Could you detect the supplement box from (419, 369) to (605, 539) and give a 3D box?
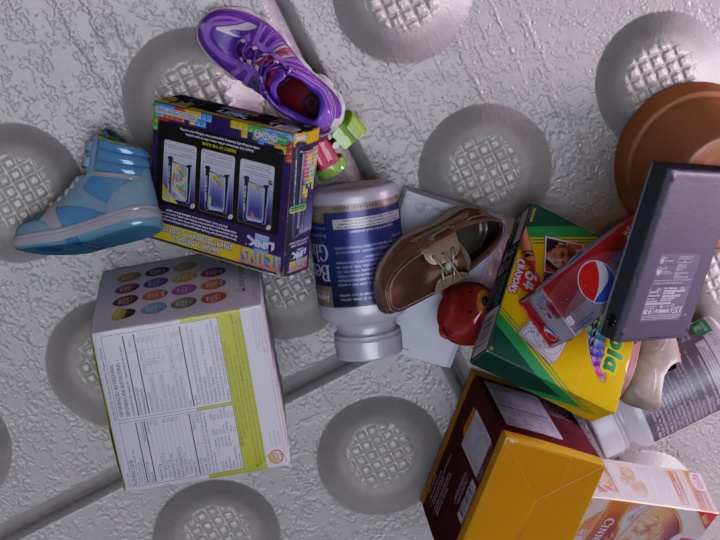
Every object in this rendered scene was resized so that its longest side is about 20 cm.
[{"bbox_3d":[0.181,0.264,1.730,0.131,0.200,0.199,17,106,-13],"label":"supplement box"}]

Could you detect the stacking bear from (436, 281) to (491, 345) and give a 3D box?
[{"bbox_3d":[0.187,0.070,1.704,0.198,0.114,0.123,17,67,-18],"label":"stacking bear"}]

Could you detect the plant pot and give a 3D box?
[{"bbox_3d":[0.415,-0.112,1.663,0.197,0.140,0.203,-2,109,-5],"label":"plant pot"}]

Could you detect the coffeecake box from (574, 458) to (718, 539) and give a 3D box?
[{"bbox_3d":[0.329,0.322,1.793,0.198,0.074,0.154,10,128,-22],"label":"coffeecake box"}]

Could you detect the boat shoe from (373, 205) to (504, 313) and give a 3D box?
[{"bbox_3d":[0.092,-0.016,1.613,0.200,0.071,0.076,-41,120,-34],"label":"boat shoe"}]

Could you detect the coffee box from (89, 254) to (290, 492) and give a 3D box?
[{"bbox_3d":[-0.197,0.110,1.634,0.195,0.200,0.202,-10,110,-2],"label":"coffee box"}]

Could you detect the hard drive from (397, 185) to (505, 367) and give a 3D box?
[{"bbox_3d":[0.083,0.010,1.725,0.130,0.026,0.202,16,107,-12],"label":"hard drive"}]

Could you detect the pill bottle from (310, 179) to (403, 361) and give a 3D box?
[{"bbox_3d":[0.000,0.000,1.651,0.110,0.111,0.203,-7,99,-4],"label":"pill bottle"}]

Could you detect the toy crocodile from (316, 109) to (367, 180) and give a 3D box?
[{"bbox_3d":[-0.081,-0.121,1.642,0.198,0.062,0.068,-29,110,4],"label":"toy crocodile"}]

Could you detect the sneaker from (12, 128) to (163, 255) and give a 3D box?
[{"bbox_3d":[-0.319,-0.092,1.625,0.198,0.079,0.132,-10,79,21],"label":"sneaker"}]

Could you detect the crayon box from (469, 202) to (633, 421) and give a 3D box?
[{"bbox_3d":[0.238,0.049,1.641,0.171,0.058,0.202,25,65,-10],"label":"crayon box"}]

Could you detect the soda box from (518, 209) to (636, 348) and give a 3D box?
[{"bbox_3d":[0.278,0.002,1.602,0.199,0.063,0.070,-35,88,-26],"label":"soda box"}]

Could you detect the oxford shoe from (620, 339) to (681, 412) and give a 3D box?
[{"bbox_3d":[0.359,0.090,1.711,0.074,0.201,0.071,28,148,2],"label":"oxford shoe"}]

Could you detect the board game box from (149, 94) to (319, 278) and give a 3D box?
[{"bbox_3d":[-0.146,-0.098,1.590,0.198,0.057,0.167,17,112,28],"label":"board game box"}]

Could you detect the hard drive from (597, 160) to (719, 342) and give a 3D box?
[{"bbox_3d":[0.346,-0.021,1.560,0.138,0.033,0.202,-1,113,-42],"label":"hard drive"}]

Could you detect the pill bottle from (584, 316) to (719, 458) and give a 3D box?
[{"bbox_3d":[0.377,0.150,1.761,0.198,0.113,0.114,-27,110,2],"label":"pill bottle"}]

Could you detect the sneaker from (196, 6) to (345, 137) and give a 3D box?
[{"bbox_3d":[-0.101,-0.229,1.575,0.199,0.083,0.081,36,98,7],"label":"sneaker"}]
